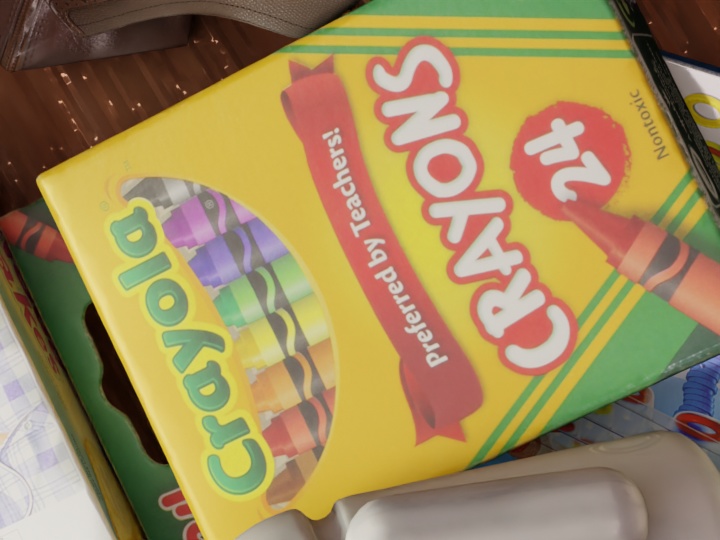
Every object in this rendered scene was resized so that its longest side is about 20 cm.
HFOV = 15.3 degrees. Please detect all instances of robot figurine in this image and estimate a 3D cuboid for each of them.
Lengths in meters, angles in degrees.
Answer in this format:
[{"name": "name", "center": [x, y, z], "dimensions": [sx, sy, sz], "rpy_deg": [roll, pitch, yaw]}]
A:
[{"name": "robot figurine", "center": [0.036, 0.108, 0.696], "dimensions": [0.200, 0.170, 0.113], "rpy_deg": [-11, 47, -6]}]

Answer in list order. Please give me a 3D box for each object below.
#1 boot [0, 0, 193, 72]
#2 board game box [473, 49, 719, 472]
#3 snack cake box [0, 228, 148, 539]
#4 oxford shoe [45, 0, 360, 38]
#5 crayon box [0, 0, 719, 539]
[{"name": "boot", "center": [-0.033, -0.141, 0.798], "dimensions": [0.186, 0.064, 0.200], "rpy_deg": [21, 101, 12]}, {"name": "board game box", "center": [0.081, 0.037, 0.782], "dimensions": [0.200, 0.056, 0.196], "rpy_deg": [18, 98, 12]}, {"name": "snack cake box", "center": [-0.132, 0.068, 0.776], "dimensions": [0.115, 0.067, 0.200], "rpy_deg": [-25, 87, 1]}, {"name": "oxford shoe", "center": [0.001, -0.110, 0.752], "dimensions": [0.200, 0.071, 0.073], "rpy_deg": [-6, 126, 11]}, {"name": "crayon box", "center": [0.000, 0.000, 0.745], "dimensions": [0.200, 0.051, 0.127], "rpy_deg": [-27, 88, 15]}]
